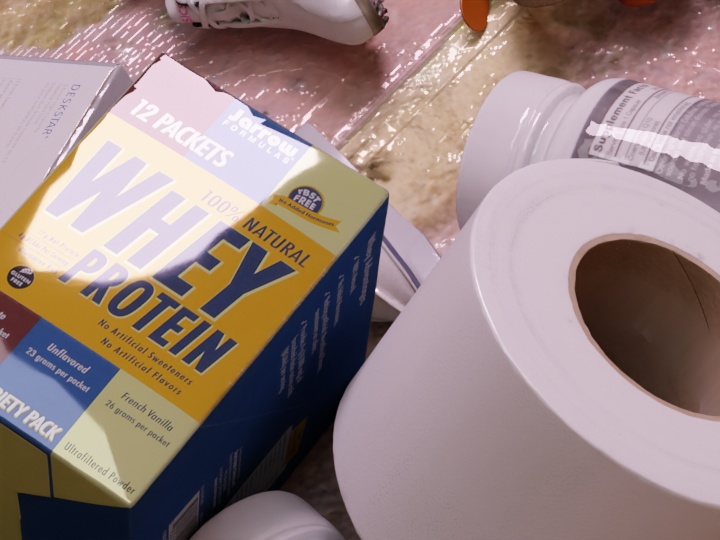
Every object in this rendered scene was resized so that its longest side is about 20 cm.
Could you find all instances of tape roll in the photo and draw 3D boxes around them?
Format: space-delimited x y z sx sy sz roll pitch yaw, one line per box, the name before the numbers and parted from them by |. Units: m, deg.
tape roll | 0.106 0.068 1.134 0.203 0.139 0.203 20 42 -19

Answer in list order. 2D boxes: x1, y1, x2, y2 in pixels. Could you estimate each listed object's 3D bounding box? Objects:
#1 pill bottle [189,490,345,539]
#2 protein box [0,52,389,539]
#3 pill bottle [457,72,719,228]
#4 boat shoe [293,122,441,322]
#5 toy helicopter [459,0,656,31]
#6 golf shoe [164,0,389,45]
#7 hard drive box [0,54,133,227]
pill bottle | 0.001 0.196 1.140 0.114 0.114 0.200 -39 54 -15
protein box | -0.102 0.047 1.202 0.135 0.199 0.200 32 63 14
pill bottle | 0.158 -0.032 1.262 0.200 0.114 0.114 16 59 25
boat shoe | 0.000 0.000 1.321 0.070 0.071 0.200 -41 52 -3
toy helicopter | 0.114 -0.215 1.453 0.132 0.079 0.200 -25 33 22
golf shoe | -0.065 -0.166 1.462 0.092 0.073 0.200 -47 46 -13
hard drive box | -0.226 -0.039 1.357 0.200 0.077 0.156 7 55 33
